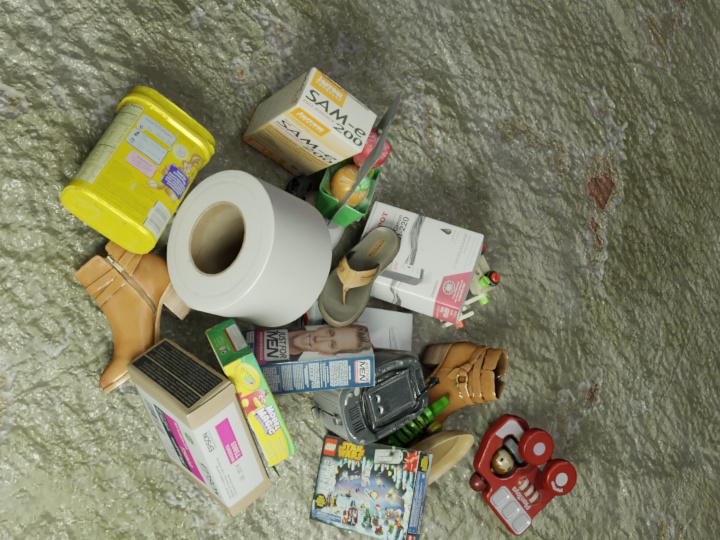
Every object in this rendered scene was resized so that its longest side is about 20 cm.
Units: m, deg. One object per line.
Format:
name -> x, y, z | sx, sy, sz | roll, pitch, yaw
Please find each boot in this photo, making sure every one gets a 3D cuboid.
boot -> -0.340, 0.056, 1.051 | 0.155, 0.077, 0.200 | 43, 70, -17
boot -> 0.175, 0.222, 1.305 | 0.077, 0.154, 0.201 | 41, 59, -43

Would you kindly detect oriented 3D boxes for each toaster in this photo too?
toaster -> 0.017, 0.198, 1.226 | 0.199, 0.129, 0.115 | -23, 106, -32

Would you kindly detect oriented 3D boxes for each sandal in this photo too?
sandal -> 0.000, 0.000, 1.189 | 0.081, 0.055, 0.200 | 33, 66, 15

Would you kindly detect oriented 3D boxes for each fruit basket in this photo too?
fruit basket -> 0.008, -0.168, 1.201 | 0.093, 0.200, 0.186 | 33, 43, -15

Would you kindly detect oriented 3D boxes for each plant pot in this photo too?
plant pot -> 0.102, 0.327, 1.258 | 0.199, 0.201, 0.028 | -15, 56, -33

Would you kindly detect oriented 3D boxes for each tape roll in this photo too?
tape roll -> -0.160, -0.028, 1.080 | 0.139, 0.201, 0.204 | 23, 70, -55

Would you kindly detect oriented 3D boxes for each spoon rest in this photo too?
spoon rest -> -0.073, -0.042, 1.255 | 0.099, 0.060, 0.201 | 21, 60, -30

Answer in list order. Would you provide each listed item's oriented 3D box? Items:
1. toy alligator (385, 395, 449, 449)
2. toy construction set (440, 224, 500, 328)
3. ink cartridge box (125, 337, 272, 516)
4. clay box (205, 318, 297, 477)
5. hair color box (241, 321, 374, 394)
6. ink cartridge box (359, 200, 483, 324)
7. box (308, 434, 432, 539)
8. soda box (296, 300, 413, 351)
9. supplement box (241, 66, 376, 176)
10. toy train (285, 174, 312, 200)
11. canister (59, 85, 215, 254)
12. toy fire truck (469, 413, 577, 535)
toy alligator -> 0.070, 0.281, 1.252 | 0.200, 0.059, 0.054 | -44, 148, 2
toy construction set -> 0.179, 0.004, 1.382 | 0.130, 0.092, 0.202 | -19, 95, -33
ink cartridge box -> -0.219, 0.211, 1.017 | 0.075, 0.164, 0.201 | -35, 129, -30
clay box -> -0.145, 0.177, 1.030 | 0.047, 0.115, 0.201 | -27, 119, -12
hair color box -> -0.082, 0.133, 1.140 | 0.198, 0.100, 0.061 | -4, 118, -6
ink cartridge box -> 0.094, -0.015, 1.274 | 0.199, 0.085, 0.147 | 17, 71, 11
box -> 0.013, 0.339, 1.169 | 0.040, 0.199, 0.138 | 26, 69, -45
soda box -> -0.008, 0.096, 1.267 | 0.199, 0.063, 0.069 | 10, 79, -31
supplement box -> -0.085, -0.224, 1.174 | 0.126, 0.200, 0.074 | 32, 68, -25
toy train -> -0.134, -0.070, 1.217 | 0.034, 0.046, 0.201 | 38, 63, -32
canister -> -0.312, -0.142, 1.060 | 0.148, 0.086, 0.201 | 37, 53, -22
toy fire truck -> 0.294, 0.381, 1.412 | 0.168, 0.112, 0.200 | -42, 106, -10
